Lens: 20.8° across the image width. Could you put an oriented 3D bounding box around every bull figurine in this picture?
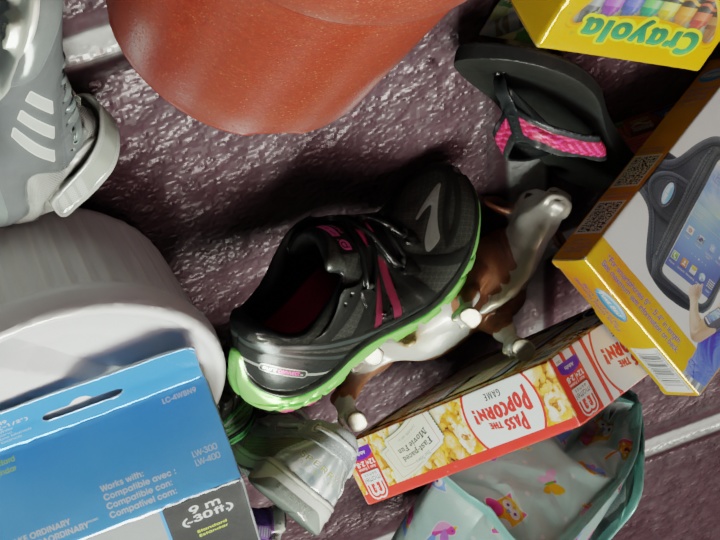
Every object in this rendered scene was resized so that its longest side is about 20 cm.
[{"bbox_3d":[0.053,0.022,1.231,0.199,0.122,0.065,-28,113,15],"label":"bull figurine"}]

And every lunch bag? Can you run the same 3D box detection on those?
[{"bbox_3d":[0.118,0.179,1.433,0.200,0.122,0.171,-33,160,-45],"label":"lunch bag"}]

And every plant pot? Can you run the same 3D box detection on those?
[{"bbox_3d":[-0.025,-0.165,0.866,0.199,0.203,0.195,-8,161,-22],"label":"plant pot"}]

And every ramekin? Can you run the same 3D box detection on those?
[{"bbox_3d":[-0.184,0.050,1.128,0.200,0.095,0.203,-17,146,-11],"label":"ramekin"}]

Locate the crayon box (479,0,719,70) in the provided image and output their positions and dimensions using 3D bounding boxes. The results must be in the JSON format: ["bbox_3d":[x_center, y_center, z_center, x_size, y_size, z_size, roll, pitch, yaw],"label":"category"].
[{"bbox_3d":[0.169,-0.183,1.090,0.125,0.052,0.201,3,136,-33],"label":"crayon box"}]

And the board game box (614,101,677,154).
[{"bbox_3d":[0.258,-0.088,1.289,0.198,0.020,0.103,-19,145,-8],"label":"board game box"}]

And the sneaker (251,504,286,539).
[{"bbox_3d":[-0.126,0.196,1.318,0.083,0.081,0.199,25,151,-36],"label":"sneaker"}]

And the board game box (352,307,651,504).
[{"bbox_3d":[0.102,0.077,1.267,0.151,0.047,0.199,-29,-178,-44],"label":"board game box"}]

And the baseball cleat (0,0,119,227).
[{"bbox_3d":[-0.165,-0.093,1.002,0.106,0.070,0.200,-8,151,-32],"label":"baseball cleat"}]

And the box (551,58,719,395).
[{"bbox_3d":[0.218,-0.037,1.202,0.119,0.041,0.200,47,71,-19],"label":"box"}]

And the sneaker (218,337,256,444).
[{"bbox_3d":[-0.154,0.123,1.257,0.198,0.078,0.085,-24,145,-2],"label":"sneaker"}]

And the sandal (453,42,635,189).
[{"bbox_3d":[0.116,-0.079,1.167,0.075,0.045,0.200,7,161,32],"label":"sandal"}]

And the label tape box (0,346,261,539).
[{"bbox_3d":[-0.138,0.139,1.136,0.142,0.066,0.201,-20,148,-7],"label":"label tape box"}]

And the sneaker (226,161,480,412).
[{"bbox_3d":[0.000,0.000,1.151,0.200,0.076,0.084,-44,144,-26],"label":"sneaker"}]

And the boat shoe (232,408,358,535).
[{"bbox_3d":[-0.038,0.121,1.270,0.065,0.074,0.202,-51,-177,-4],"label":"boat shoe"}]
